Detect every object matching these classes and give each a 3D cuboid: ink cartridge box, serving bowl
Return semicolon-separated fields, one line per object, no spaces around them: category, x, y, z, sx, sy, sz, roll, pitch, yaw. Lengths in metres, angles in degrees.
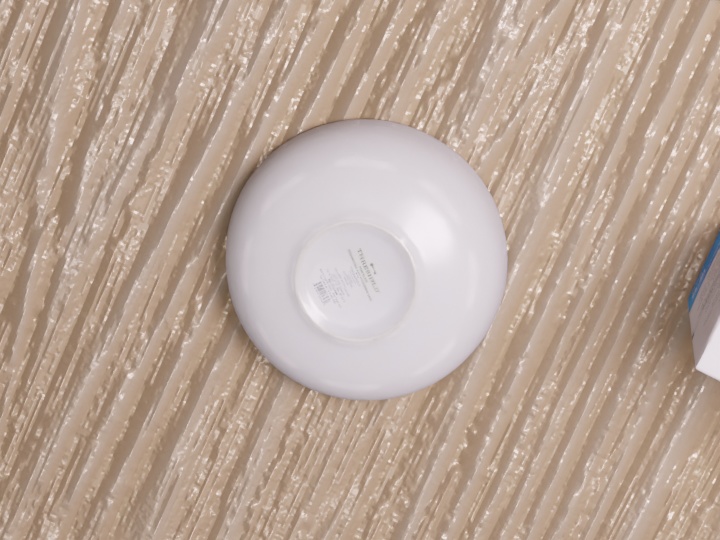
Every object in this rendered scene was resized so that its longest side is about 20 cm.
ink cartridge box;0.277;0.042;1.455;0.115;0.200;0.067;25;107;0
serving bowl;0.000;0.000;1.546;0.199;0.066;0.202;2;105;7
